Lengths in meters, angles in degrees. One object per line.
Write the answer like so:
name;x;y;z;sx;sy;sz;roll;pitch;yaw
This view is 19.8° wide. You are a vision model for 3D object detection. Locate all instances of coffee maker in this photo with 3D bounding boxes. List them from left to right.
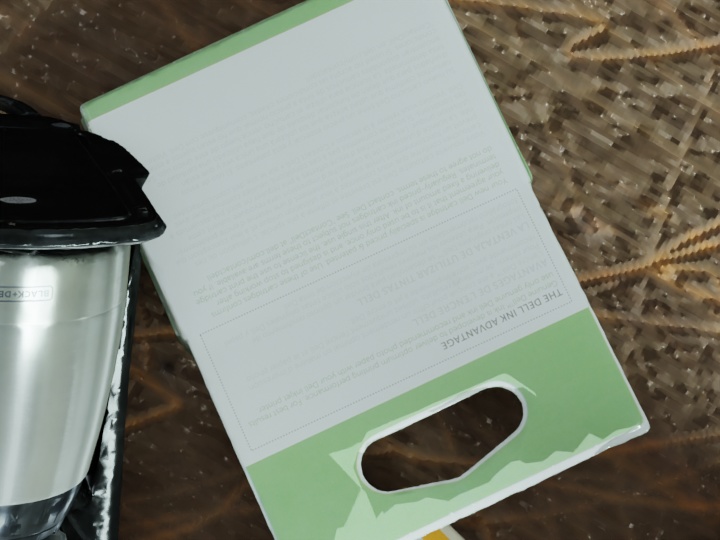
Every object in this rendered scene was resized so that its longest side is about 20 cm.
coffee maker;-0.135;0.053;0.734;0.134;0.192;0.202;9;107;3

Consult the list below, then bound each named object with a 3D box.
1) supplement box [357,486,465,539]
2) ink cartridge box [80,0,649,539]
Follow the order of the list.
supplement box;0.040;0.196;0.754;0.200;0.074;0.126;44;61;-4
ink cartridge box;0.000;0.000;0.768;0.145;0.048;0.201;-24;80;-4
